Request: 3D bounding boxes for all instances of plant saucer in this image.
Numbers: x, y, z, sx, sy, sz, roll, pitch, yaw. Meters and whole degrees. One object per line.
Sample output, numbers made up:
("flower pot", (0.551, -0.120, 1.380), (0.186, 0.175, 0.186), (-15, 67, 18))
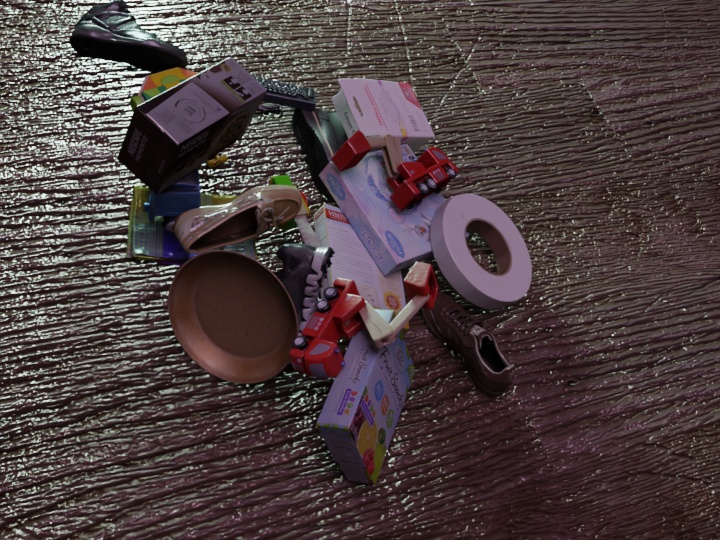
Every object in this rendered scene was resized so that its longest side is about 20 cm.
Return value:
("plant saucer", (-0.173, 0.061, 1.210), (0.200, 0.201, 0.035), (33, 27, 5))

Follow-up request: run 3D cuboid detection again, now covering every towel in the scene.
("towel", (-0.260, -0.068, 1.359), (0.199, 0.023, 0.144), (5, 56, -15))

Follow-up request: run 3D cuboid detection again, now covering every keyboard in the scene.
("keyboard", (-0.175, -0.306, 1.487), (0.199, 0.021, 0.127), (9, 37, -11))

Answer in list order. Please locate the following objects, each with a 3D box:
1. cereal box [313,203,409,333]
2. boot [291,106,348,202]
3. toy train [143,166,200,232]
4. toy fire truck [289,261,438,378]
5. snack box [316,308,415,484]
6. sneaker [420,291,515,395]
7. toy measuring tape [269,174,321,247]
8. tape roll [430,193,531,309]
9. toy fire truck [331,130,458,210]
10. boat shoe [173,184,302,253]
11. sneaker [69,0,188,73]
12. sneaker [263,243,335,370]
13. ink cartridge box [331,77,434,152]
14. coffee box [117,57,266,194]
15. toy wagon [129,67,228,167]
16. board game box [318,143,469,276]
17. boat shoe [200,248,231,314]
("cereal box", (0.000, 0.000, 1.361), (0.144, 0.040, 0.201), (18, 48, -31))
("boot", (-0.023, -0.211, 1.507), (0.138, 0.078, 0.200), (-6, 60, -28))
("toy train", (-0.287, -0.158, 1.326), (0.086, 0.114, 0.201), (1, 57, -18))
("toy fire truck", (0.007, 0.068, 1.177), (0.141, 0.049, 0.200), (11, 52, 30))
("snack box", (0.013, 0.174, 1.210), (0.053, 0.142, 0.200), (4, 48, 23))
("sneaker", (0.174, 0.098, 1.357), (0.070, 0.076, 0.200), (-28, 70, -31))
("toy measuring tape", (-0.106, -0.073, 1.379), (0.073, 0.074, 0.200), (-11, 54, -24))
("tape roll", (0.201, -0.033, 1.439), (0.202, 0.037, 0.203), (20, 52, -29))
("toy fire truck", (0.061, -0.172, 1.403), (0.141, 0.049, 0.200), (51, 42, 6))
("boat shoe", (-0.174, -0.070, 1.289), (0.199, 0.073, 0.063), (-20, 44, -15))
("sneaker", (-0.394, -0.414, 1.516), (0.199, 0.076, 0.115), (12, 60, -4))
("sneaker", (-0.104, 0.046, 1.238), (0.090, 0.201, 0.066), (18, 22, 4))
("ink cartridge box", (0.028, -0.265, 1.506), (0.200, 0.067, 0.117), (-8, 70, -50))
("coffee box", (-0.239, -0.209, 1.237), (0.080, 0.113, 0.200), (43, 46, 3))
("toy wagon", (-0.287, -0.262, 1.471), (0.155, 0.040, 0.200), (-26, 68, -30))
("board game box", (0.058, -0.106, 1.431), (0.199, 0.043, 0.200), (-20, 73, -46))
("boat shoe", (-0.147, 0.052, 1.297), (0.200, 0.075, 0.093), (31, 92, -19))
